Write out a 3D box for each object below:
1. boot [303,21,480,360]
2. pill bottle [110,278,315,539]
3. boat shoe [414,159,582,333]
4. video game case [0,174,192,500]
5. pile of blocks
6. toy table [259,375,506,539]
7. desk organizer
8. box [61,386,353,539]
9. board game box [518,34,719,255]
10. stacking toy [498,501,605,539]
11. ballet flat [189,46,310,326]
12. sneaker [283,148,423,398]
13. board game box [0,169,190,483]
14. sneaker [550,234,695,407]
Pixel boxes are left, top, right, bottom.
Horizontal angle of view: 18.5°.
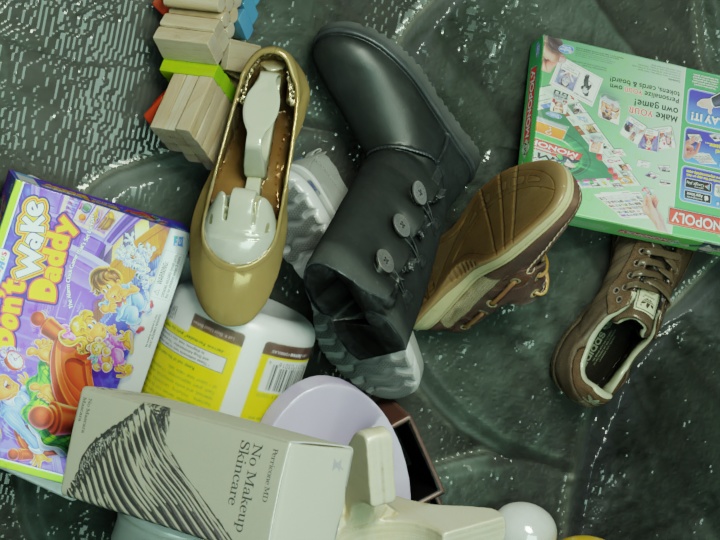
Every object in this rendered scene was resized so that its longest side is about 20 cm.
[{"bbox_3d":[-0.001,-0.059,1.562,0.165,0.066,0.200,43,49,-19],"label":"boot"},{"bbox_3d":[-0.113,0.115,1.602,0.109,0.109,0.201,18,97,-18],"label":"pill bottle"},{"bbox_3d":[0.107,-0.010,1.617,0.072,0.072,0.200,20,137,-26],"label":"boat shoe"},{"bbox_3d":[-0.224,0.050,1.607,0.143,0.018,0.201,27,93,-19],"label":"video game case"},{"bbox_3d":[-0.115,-0.175,1.577,0.062,0.082,0.201,10,90,26],"label":"pile of blocks"},{"bbox_3d":[-0.004,0.185,1.549,0.183,0.117,0.201,-23,114,-17],"label":"toy table"},{"bbox_3d":[0.037,0.197,1.679,0.072,0.077,0.201,-27,107,-8],"label":"desk organizer"},{"bbox_3d":[-0.105,0.135,1.477,0.068,0.199,0.083,13,87,-50],"label":"box"},{"bbox_3d":[0.217,-0.091,1.666,0.199,0.029,0.135,11,76,-16],"label":"board game box"},{"bbox_3d":[0.178,0.257,1.719,0.200,0.146,0.146,42,88,-4],"label":"stacking toy"},{"bbox_3d":[-0.080,-0.063,1.535,0.068,0.063,0.201,8,74,3],"label":"ballet flat"},{"bbox_3d":[0.000,0.000,1.624,0.082,0.075,0.201,-45,115,-48],"label":"sneaker"},{"bbox_3d":[-0.215,0.045,1.575,0.134,0.045,0.201,17,97,-18],"label":"board game box"},{"bbox_3d":[0.218,0.016,1.691,0.070,0.076,0.201,25,94,-19],"label":"sneaker"}]
